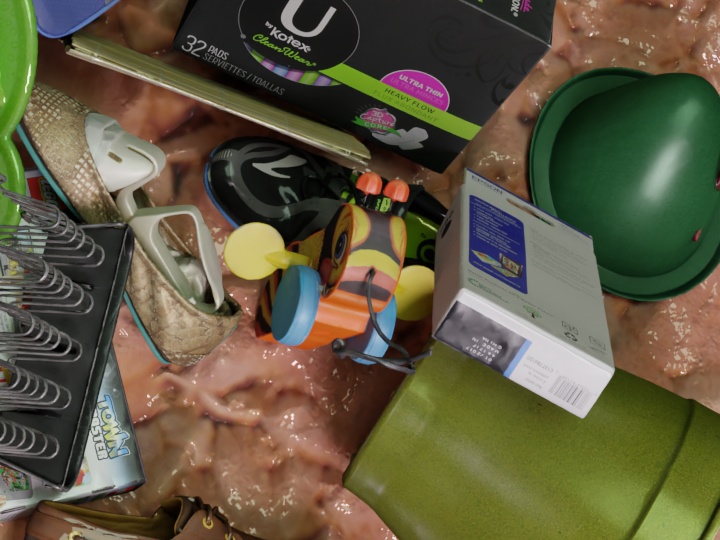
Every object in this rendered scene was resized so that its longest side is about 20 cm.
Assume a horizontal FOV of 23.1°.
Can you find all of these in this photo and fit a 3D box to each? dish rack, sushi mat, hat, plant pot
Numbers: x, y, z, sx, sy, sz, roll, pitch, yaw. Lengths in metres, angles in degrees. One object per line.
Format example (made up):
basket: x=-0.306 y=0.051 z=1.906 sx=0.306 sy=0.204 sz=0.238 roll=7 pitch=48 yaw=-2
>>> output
dish rack: x=-0.179 y=0.030 z=0.915 sx=0.054 sy=0.200 sz=0.154 roll=10 pitch=80 yaw=8
sushi mat: x=-0.091 y=-0.110 z=1.101 sx=0.199 sy=0.096 sz=0.012 roll=20 pitch=98 yaw=-15
hat: x=0.225 y=-0.097 z=1.172 sx=0.165 sy=0.176 sz=0.201 roll=18 pitch=67 yaw=-16
plant pot: x=0.099 y=0.125 z=1.058 sx=0.193 sy=0.200 sz=0.201 roll=32 pitch=64 yaw=3

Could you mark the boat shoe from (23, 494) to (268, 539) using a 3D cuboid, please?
boat shoe: x=-0.096 y=0.164 z=1.009 sx=0.199 sy=0.072 sz=0.068 roll=4 pitch=92 yaw=-20

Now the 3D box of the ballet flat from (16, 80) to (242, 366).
ballet flat: x=-0.132 y=-0.037 z=1.044 sx=0.200 sy=0.065 sz=0.071 roll=59 pitch=18 yaw=-19

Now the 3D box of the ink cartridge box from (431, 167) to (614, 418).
ink cartridge box: x=0.093 y=0.008 z=1.033 sx=0.099 sy=0.039 sz=0.200 roll=28 pitch=22 yaw=-7

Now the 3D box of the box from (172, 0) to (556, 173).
box: x=0.008 y=-0.182 z=1.116 sx=0.199 sy=0.149 sz=0.125 roll=24 pitch=50 yaw=-13

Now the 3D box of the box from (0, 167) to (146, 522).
box: x=-0.203 y=0.042 z=1.033 sx=0.110 sy=0.035 sz=0.201 roll=-10 pitch=77 yaw=-25

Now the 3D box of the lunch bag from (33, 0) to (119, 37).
lunch bag: x=-0.191 y=-0.234 z=1.033 sx=0.132 sy=0.200 sz=0.136 roll=26 pitch=57 yaw=37

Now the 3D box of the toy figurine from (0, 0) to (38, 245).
toy figurine: x=-0.279 y=-0.094 z=0.917 sx=0.184 sy=0.150 sz=0.201 roll=-14 pitch=93 yaw=-57

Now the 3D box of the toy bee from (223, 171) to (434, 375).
toy bee: x=0.000 y=0.000 z=1.030 sx=0.131 sy=0.200 sz=0.109 roll=18 pitch=85 yaw=-41

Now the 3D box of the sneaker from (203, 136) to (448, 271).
sneaker: x=-0.002 y=-0.040 z=1.115 sx=0.199 sy=0.083 sz=0.071 roll=22 pitch=66 yaw=-15
